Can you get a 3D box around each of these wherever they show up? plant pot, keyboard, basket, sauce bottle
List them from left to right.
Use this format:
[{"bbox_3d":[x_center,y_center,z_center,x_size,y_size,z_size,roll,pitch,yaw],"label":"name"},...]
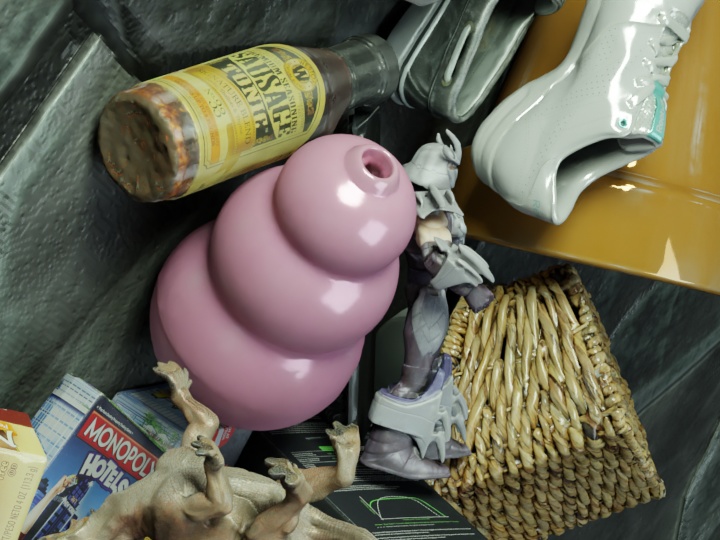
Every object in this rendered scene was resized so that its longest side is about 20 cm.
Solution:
[{"bbox_3d":[-0.055,-0.091,1.351,0.199,0.066,0.066,-27,138,-47],"label":"sauce bottle"},{"bbox_3d":[0.000,0.000,1.486,0.127,0.020,0.202,-55,148,-76],"label":"keyboard"},{"bbox_3d":[0.099,0.088,1.614,0.148,0.144,0.200,-21,157,8],"label":"basket"},{"bbox_3d":[0.165,-0.093,1.581,0.200,0.199,0.185,10,93,-59],"label":"plant pot"}]

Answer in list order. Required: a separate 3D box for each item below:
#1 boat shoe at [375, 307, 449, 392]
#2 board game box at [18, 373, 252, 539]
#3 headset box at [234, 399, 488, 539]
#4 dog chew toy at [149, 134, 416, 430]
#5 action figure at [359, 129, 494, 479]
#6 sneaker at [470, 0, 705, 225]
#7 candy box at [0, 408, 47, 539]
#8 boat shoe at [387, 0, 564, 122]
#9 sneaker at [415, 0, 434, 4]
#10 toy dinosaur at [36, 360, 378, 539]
[{"bbox_3d":[0.048,0.083,1.670,0.064,0.071,0.201,-40,153,-29],"label":"boat shoe"},{"bbox_3d":[-0.154,0.135,1.405,0.201,0.061,0.200,-55,150,-11],"label":"board game box"},{"bbox_3d":[-0.037,0.187,1.506,0.092,0.200,0.175,3,115,-39],"label":"headset box"},{"bbox_3d":[-0.035,0.000,1.358,0.124,0.125,0.200,-26,162,-44],"label":"dog chew toy"},{"bbox_3d":[0.041,0.016,1.455,0.130,0.069,0.202,-87,-178,-79],"label":"action figure"},{"bbox_3d":[0.158,-0.110,1.450,0.200,0.088,0.075,-51,136,4],"label":"sneaker"},{"bbox_3d":[-0.246,0.158,1.240,0.115,0.055,0.201,16,107,-25],"label":"candy box"},{"bbox_3d":[0.093,-0.173,1.471,0.201,0.071,0.072,-57,150,1],"label":"boat shoe"},{"bbox_3d":[0.069,-0.244,1.395,0.201,0.075,0.088,-62,167,7],"label":"sneaker"},{"bbox_3d":[-0.072,0.141,1.330,0.086,0.198,0.136,-67,173,-64],"label":"toy dinosaur"}]
